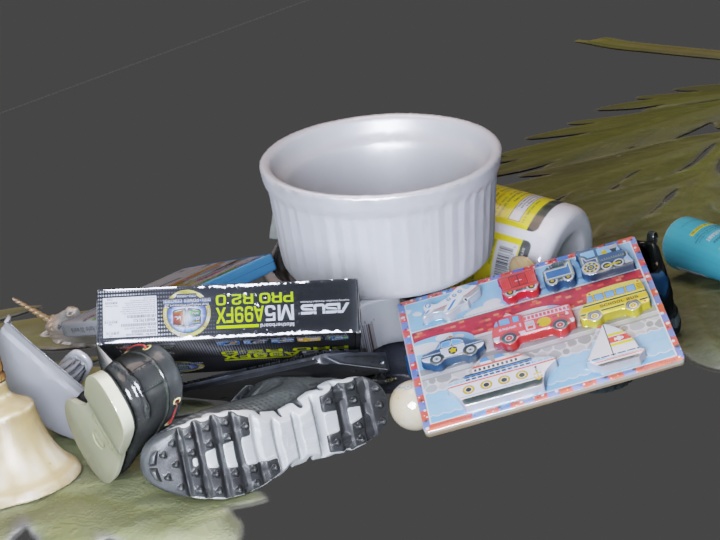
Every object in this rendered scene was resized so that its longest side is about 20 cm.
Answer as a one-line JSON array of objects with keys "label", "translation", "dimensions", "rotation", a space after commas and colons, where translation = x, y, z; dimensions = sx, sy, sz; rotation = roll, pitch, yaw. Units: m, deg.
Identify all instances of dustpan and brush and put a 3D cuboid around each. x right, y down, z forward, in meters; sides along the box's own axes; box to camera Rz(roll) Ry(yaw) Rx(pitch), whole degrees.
[{"label": "dustpan and brush", "translation": [-0.265, 0.104, 1.419], "dimensions": [0.057, 0.139, 0.200], "rotation": [-52, 6, -34]}]

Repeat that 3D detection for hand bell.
[{"label": "hand bell", "translation": [-0.297, 0.079, 1.304], "dimensions": [0.104, 0.201, 0.104], "rotation": [-11, 15, 3]}]

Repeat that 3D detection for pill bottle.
[{"label": "pill bottle", "translation": [0.100, -0.027, 1.485], "dimensions": [0.199, 0.113, 0.112], "rotation": [17, 27, 29]}]

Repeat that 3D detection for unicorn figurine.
[{"label": "unicorn figurine", "translation": [-0.233, 0.044, 1.682], "dimensions": [0.137, 0.074, 0.200], "rotation": [-13, -4, 34]}]

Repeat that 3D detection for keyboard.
[{"label": "keyboard", "translation": [-0.053, 0.087, 1.340], "dimensions": [0.127, 0.021, 0.200], "rotation": [10, -17, -43]}]

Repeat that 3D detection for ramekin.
[{"label": "ramekin", "translation": [0.020, -0.054, 1.357], "dimensions": [0.199, 0.098, 0.201], "rotation": [-4, 24, 2]}]

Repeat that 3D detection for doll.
[{"label": "doll", "translation": [0.092, 0.063, 1.312], "dimensions": [0.136, 0.049, 0.200], "rotation": [5, 38, 45]}]

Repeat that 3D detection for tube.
[{"label": "tube", "translation": [0.352, -0.005, 1.449], "dimensions": [0.077, 0.051, 0.200], "rotation": [-26, 24, -24]}]

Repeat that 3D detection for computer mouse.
[{"label": "computer mouse", "translation": [0.093, 0.069, 1.375], "dimensions": [0.199, 0.034, 0.059], "rotation": [-10, 13, 4]}]

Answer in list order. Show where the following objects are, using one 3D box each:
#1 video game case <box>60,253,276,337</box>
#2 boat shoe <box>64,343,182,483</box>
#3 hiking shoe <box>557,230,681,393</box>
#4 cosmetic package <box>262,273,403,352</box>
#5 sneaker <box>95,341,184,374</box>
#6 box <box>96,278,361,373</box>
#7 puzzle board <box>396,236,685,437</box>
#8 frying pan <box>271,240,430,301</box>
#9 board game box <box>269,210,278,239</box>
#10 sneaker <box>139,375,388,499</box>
[{"label": "video game case", "translation": [-0.178, 0.025, 1.488], "dimensions": [0.143, 0.018, 0.200], "rotation": [-25, 8, -27]}, {"label": "boat shoe", "translation": [-0.182, 0.111, 1.251], "dimensions": [0.063, 0.074, 0.201], "rotation": [-29, -8, -26]}, {"label": "hiking shoe", "translation": [0.194, 0.037, 1.310], "dimensions": [0.074, 0.087, 0.200], "rotation": [-3, 17, 30]}, {"label": "cosmetic package", "translation": [-0.025, 0.040, 1.504], "dimensions": [0.101, 0.072, 0.200], "rotation": [-14, 14, -8]}, {"label": "sneaker", "translation": [-0.197, 0.082, 1.482], "dimensions": [0.080, 0.071, 0.200], "rotation": [-10, 13, -5]}, {"label": "box", "translation": [-0.099, 0.047, 1.288], "dimensions": [0.199, 0.044, 0.160], "rotation": [-2, -13, -2]}, {"label": "puzzle board", "translation": [0.133, 0.045, 1.253], "dimensions": [0.199, 0.017, 0.151], "rotation": [-17, 38, 4]}, {"label": "frying pan", "translation": [0.007, -0.011, 1.433], "dimensions": [0.189, 0.031, 0.115], "rotation": [9, 45, 32]}, {"label": "board game box", "translation": [0.030, -0.047, 1.665], "dimensions": [0.199, 0.065, 0.147], "rotation": [11, -4, -41]}, {"label": "sneaker", "translation": [-0.082, 0.124, 1.247], "dimensions": [0.199, 0.067, 0.090], "rotation": [-15, 11, -28]}]
